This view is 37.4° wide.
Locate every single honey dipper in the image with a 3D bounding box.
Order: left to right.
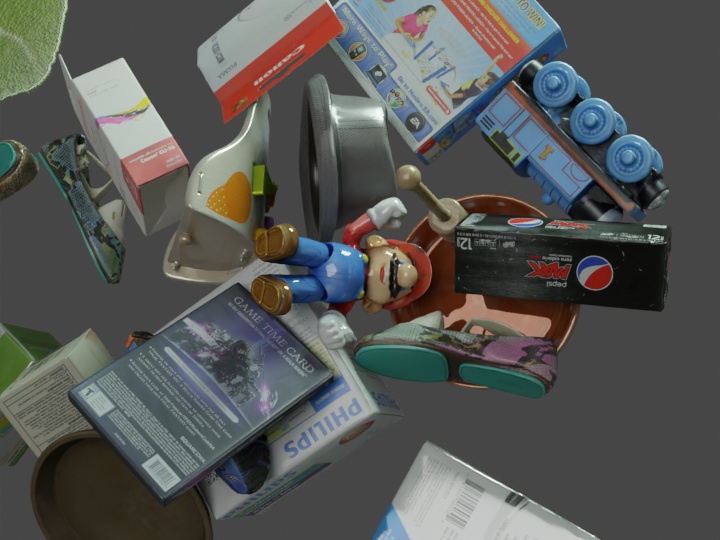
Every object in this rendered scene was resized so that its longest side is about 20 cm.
[{"bbox_3d":[0.067,-0.065,1.004,0.038,0.200,0.038,-4,77,18],"label":"honey dipper"}]

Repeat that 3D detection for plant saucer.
[{"bbox_3d":[-0.235,0.240,1.062,0.199,0.029,0.201,7,116,15],"label":"plant saucer"},{"bbox_3d":[0.128,0.022,1.091,0.199,0.032,0.202,-3,79,19],"label":"plant saucer"}]

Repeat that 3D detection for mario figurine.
[{"bbox_3d":[0.000,0.000,1.021,0.106,0.199,0.124,53,126,35],"label":"mario figurine"}]

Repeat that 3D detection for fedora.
[{"bbox_3d":[-0.011,-0.111,1.103,0.090,0.200,0.178,-5,62,-8],"label":"fedora"}]

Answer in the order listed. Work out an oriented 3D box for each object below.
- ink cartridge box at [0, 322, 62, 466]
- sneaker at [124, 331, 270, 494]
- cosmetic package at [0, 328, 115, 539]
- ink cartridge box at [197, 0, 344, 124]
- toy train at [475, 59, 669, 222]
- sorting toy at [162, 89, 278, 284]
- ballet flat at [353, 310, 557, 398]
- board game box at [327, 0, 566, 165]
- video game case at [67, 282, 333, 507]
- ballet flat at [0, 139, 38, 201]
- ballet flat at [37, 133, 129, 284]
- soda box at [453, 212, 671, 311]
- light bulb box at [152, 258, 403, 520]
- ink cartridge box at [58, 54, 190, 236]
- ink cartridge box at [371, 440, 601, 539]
[{"bbox_3d":[-0.422,0.135,1.167,0.076,0.200,0.148,39,94,21],"label":"ink cartridge box"},{"bbox_3d":[-0.163,0.145,1.022,0.200,0.075,0.079,42,109,26],"label":"sneaker"},{"bbox_3d":[-0.274,0.176,1.121,0.103,0.087,0.201,-30,103,11],"label":"cosmetic package"},{"bbox_3d":[-0.103,-0.252,1.150,0.162,0.200,0.057,-37,111,9],"label":"ink cartridge box"},{"bbox_3d":[0.213,-0.119,1.064,0.114,0.087,0.200,-46,71,16],"label":"toy train"},{"bbox_3d":[-0.133,-0.094,1.145,0.106,0.200,0.181,15,67,-11],"label":"sorting toy"},{"bbox_3d":[0.095,0.077,1.045,0.199,0.069,0.071,7,54,12],"label":"ballet flat"},{"bbox_3d":[0.083,-0.253,1.146,0.196,0.056,0.200,-39,70,8],"label":"board game box"},{"bbox_3d":[-0.144,0.107,0.977,0.200,0.019,0.143,-34,62,-31],"label":"video game case"},{"bbox_3d":[-0.474,-0.088,1.301,0.199,0.065,0.071,-27,71,15],"label":"ballet flat"},{"bbox_3d":[-0.310,-0.080,1.245,0.074,0.074,0.201,-34,74,10],"label":"ballet flat"},{"bbox_3d":[0.191,-0.010,1.013,0.199,0.063,0.071,5,109,20],"label":"soda box"},{"bbox_3d":[-0.096,0.119,1.099,0.198,0.125,0.201,-35,72,9],"label":"light bulb box"},{"bbox_3d":[-0.265,-0.154,1.207,0.067,0.117,0.200,-28,70,-18],"label":"ink cartridge box"},{"bbox_3d":[0.118,0.277,1.009,0.199,0.086,0.147,27,82,20],"label":"ink cartridge box"}]
